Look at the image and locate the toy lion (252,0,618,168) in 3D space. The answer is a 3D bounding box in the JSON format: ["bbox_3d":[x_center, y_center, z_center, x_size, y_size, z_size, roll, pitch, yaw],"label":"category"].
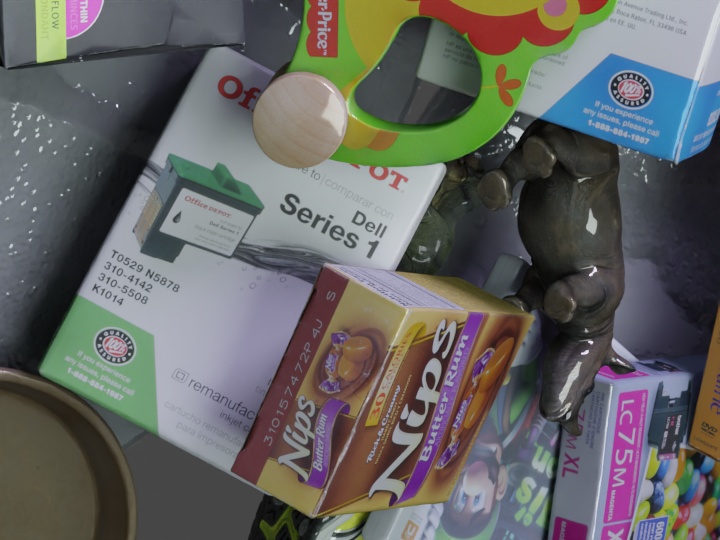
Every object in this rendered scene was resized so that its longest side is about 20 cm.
[{"bbox_3d":[0.045,-0.150,1.438,0.191,0.069,0.201,3,103,5],"label":"toy lion"}]

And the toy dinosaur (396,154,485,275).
[{"bbox_3d":[0.000,0.000,1.608,0.088,0.047,0.200,27,70,5],"label":"toy dinosaur"}]

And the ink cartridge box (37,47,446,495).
[{"bbox_3d":[-0.062,-0.002,1.536,0.146,0.084,0.201,27,88,-1],"label":"ink cartridge box"}]

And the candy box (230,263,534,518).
[{"bbox_3d":[0.015,0.062,1.494,0.117,0.056,0.200,-65,159,8],"label":"candy box"}]

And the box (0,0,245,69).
[{"bbox_3d":[-0.150,-0.188,1.398,0.124,0.200,0.149,-8,107,-24],"label":"box"}]

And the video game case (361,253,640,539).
[{"bbox_3d":[0.098,0.113,1.681,0.200,0.023,0.182,39,74,-47],"label":"video game case"}]

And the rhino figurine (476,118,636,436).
[{"bbox_3d":[0.116,0.003,1.603,0.087,0.060,0.201,-37,127,-49],"label":"rhino figurine"}]

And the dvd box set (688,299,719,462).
[{"bbox_3d":[0.267,0.006,1.706,0.146,0.029,0.201,-13,122,-43],"label":"dvd box set"}]

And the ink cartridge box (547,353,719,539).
[{"bbox_3d":[0.193,0.113,1.738,0.200,0.042,0.120,-5,106,-48],"label":"ink cartridge box"}]

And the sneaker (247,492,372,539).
[{"bbox_3d":[0.005,0.116,1.642,0.076,0.075,0.200,32,87,-31],"label":"sneaker"}]

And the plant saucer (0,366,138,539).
[{"bbox_3d":[-0.216,0.142,1.539,0.199,0.029,0.201,-9,111,-24],"label":"plant saucer"}]

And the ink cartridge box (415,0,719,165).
[{"bbox_3d":[0.139,-0.177,1.516,0.147,0.145,0.201,20,101,12],"label":"ink cartridge box"}]
